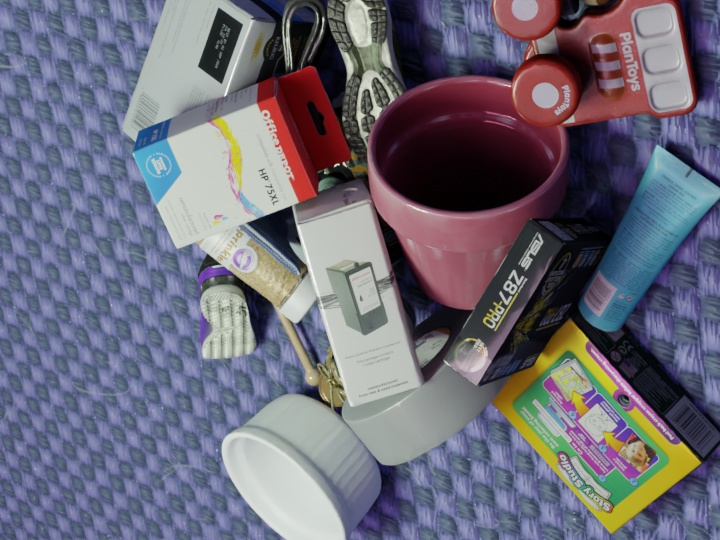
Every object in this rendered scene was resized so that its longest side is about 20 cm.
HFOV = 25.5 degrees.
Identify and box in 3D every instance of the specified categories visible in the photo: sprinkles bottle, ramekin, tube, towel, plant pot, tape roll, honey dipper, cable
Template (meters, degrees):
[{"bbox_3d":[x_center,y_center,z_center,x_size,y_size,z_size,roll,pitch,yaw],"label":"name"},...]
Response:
[{"bbox_3d":[-0.133,-0.024,1.889,0.199,0.068,0.068,38,136,-3],"label":"sprinkles bottle"},{"bbox_3d":[-0.068,0.249,1.984,0.200,0.098,0.201,31,146,24],"label":"ramekin"},{"bbox_3d":[0.279,-0.026,1.575,0.077,0.050,0.201,33,129,9],"label":"tube"},{"bbox_3d":[-0.139,-0.071,1.808,0.145,0.200,0.024,39,98,-24],"label":"towel"},{"bbox_3d":[0.110,-0.066,1.607,0.199,0.200,0.180,28,147,26],"label":"plant pot"},{"bbox_3d":[0.076,0.119,1.724,0.066,0.201,0.200,50,138,-13],"label":"tape roll"},{"bbox_3d":[-0.095,0.052,1.960,0.038,0.038,0.201,-15,107,45],"label":"honey dipper"},{"bbox_3d":[-0.066,-0.190,1.667,0.096,0.050,0.202,-7,110,5],"label":"cable"}]

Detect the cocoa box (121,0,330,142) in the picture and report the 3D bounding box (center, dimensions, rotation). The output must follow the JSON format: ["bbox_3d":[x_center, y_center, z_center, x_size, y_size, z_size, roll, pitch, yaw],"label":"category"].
[{"bbox_3d":[-0.144,-0.208,1.724,0.133,0.131,0.201,37,117,31],"label":"cocoa box"}]

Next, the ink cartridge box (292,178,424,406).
[{"bbox_3d":[-0.005,0.020,1.657,0.146,0.083,0.202,-113,7,-77],"label":"ink cartridge box"}]

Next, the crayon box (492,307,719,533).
[{"bbox_3d":[0.258,0.157,1.695,0.200,0.058,0.173,48,138,8],"label":"crayon box"}]

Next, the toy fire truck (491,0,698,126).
[{"bbox_3d":[0.218,-0.231,1.473,0.166,0.112,0.202,-8,112,18],"label":"toy fire truck"}]

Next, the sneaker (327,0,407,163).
[{"bbox_3d":[0.020,-0.210,1.664,0.076,0.089,0.202,-3,106,15],"label":"sneaker"}]

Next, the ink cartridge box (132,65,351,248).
[{"bbox_3d":[-0.118,-0.117,1.630,0.198,0.067,0.117,-21,113,8],"label":"ink cartridge box"}]

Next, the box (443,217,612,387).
[{"bbox_3d":[0.166,0.026,1.555,0.049,0.200,0.162,37,104,16],"label":"box"}]

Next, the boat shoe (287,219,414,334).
[{"bbox_3d":[0.000,0.000,1.804,0.200,0.062,0.072,46,146,21],"label":"boat shoe"}]

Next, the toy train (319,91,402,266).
[{"bbox_3d":[0.009,-0.102,1.745,0.113,0.085,0.201,-24,96,34],"label":"toy train"}]

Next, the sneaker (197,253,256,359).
[{"bbox_3d":[-0.169,0.036,1.995,0.201,0.069,0.100,99,164,-60],"label":"sneaker"}]

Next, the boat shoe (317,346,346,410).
[{"bbox_3d":[-0.009,0.105,1.894,0.073,0.063,0.201,43,136,12],"label":"boat shoe"}]
